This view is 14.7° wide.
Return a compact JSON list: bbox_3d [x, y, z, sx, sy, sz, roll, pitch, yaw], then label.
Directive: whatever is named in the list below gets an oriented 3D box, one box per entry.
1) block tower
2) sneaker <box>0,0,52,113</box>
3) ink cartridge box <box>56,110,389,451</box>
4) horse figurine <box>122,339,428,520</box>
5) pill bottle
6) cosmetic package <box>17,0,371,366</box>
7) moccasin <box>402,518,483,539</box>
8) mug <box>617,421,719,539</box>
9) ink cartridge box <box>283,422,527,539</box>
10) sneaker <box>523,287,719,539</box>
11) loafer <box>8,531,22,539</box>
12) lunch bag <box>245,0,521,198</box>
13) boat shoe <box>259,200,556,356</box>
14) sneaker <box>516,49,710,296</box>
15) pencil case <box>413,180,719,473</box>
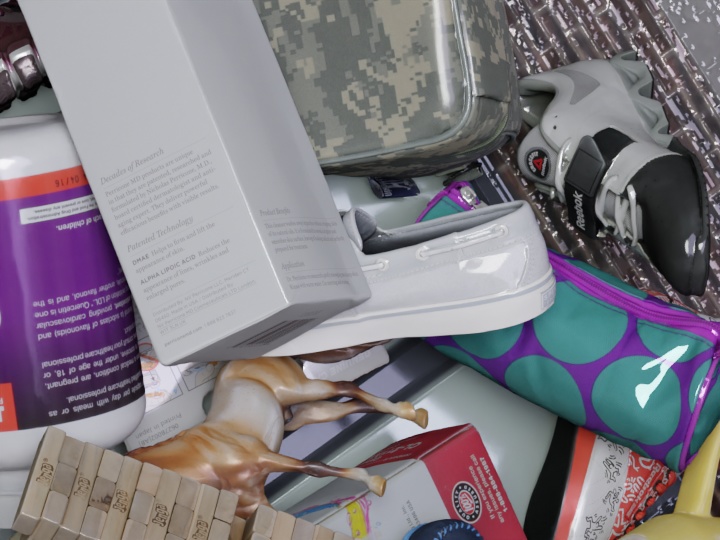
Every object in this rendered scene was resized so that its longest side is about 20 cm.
[{"bbox_3d":[-0.072,0.143,1.353,0.199,0.058,0.054,22,49,-11],"label":"block tower"},{"bbox_3d":[-0.212,-0.139,1.478,0.199,0.076,0.116,-29,91,-15],"label":"sneaker"},{"bbox_3d":[-0.095,-0.008,1.520,0.160,0.050,0.201,-27,100,-16],"label":"ink cartridge box"},{"bbox_3d":[-0.041,0.083,1.449,0.132,0.200,0.050,14,126,12],"label":"horse figurine"},{"bbox_3d":[-0.171,0.025,1.421,0.112,0.112,0.201,-10,99,-16],"label":"pill bottle"},{"bbox_3d":[-0.081,-0.060,1.390,0.081,0.113,0.201,-26,80,21],"label":"cosmetic package"},{"bbox_3d":[0.080,0.221,1.429,0.080,0.068,0.201,-23,94,-38],"label":"moccasin"},{"bbox_3d":[0.201,0.186,1.528,0.153,0.150,0.187,16,46,-26],"label":"mug"},{"bbox_3d":[0.000,0.191,1.472,0.200,0.083,0.146,-29,98,-37],"label":"ink cartridge box"},{"bbox_3d":[0.159,0.113,1.568,0.107,0.067,0.202,16,79,-12],"label":"sneaker"},{"bbox_3d":[-0.159,0.208,1.421,0.075,0.068,0.201,-3,128,-33],"label":"loafer"},{"bbox_3d":[0.015,-0.144,1.499,0.139,0.168,0.201,-12,87,22],"label":"lunch bag"},{"bbox_3d":[0.000,0.000,1.451,0.199,0.072,0.069,-5,108,20],"label":"boat shoe"},{"bbox_3d":[0.134,-0.048,1.526,0.088,0.200,0.074,-6,124,-11],"label":"sneaker"},{"bbox_3d":[0.109,0.027,1.505,0.199,0.093,0.085,28,36,19],"label":"pencil case"}]
